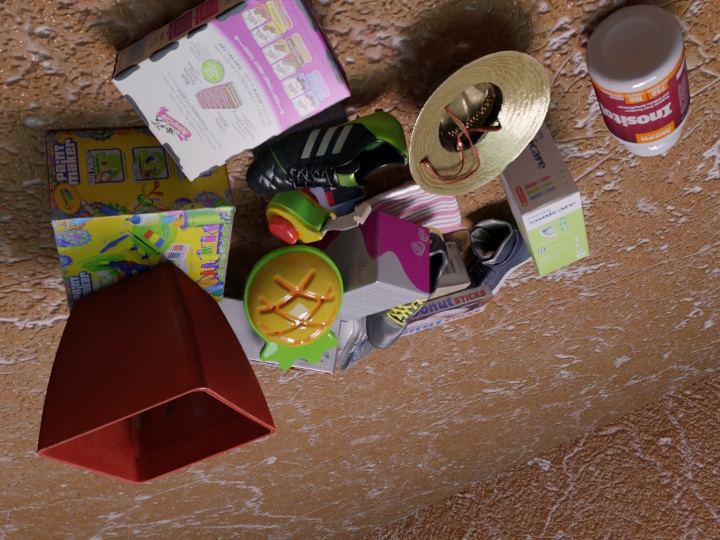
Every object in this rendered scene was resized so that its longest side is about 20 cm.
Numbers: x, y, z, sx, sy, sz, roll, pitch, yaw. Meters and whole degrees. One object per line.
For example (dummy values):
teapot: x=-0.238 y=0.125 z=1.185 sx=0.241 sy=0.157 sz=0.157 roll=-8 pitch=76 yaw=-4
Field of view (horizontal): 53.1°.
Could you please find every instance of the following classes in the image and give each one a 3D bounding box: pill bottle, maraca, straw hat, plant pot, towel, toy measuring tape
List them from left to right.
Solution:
plant pot: x=-0.236 y=0.115 z=0.842 sx=0.196 sy=0.180 sz=0.200 roll=-21 pitch=152 yaw=8
maraca: x=-0.087 y=0.053 z=0.965 sx=0.133 sy=0.108 sz=0.204 roll=-8 pitch=127 yaw=-8
toy measuring tape: x=-0.064 y=-0.074 z=0.881 sx=0.072 sy=0.076 sz=0.198 roll=3 pitch=174 yaw=-33
towel: x=0.078 y=-0.078 z=1.067 sx=0.143 sy=0.031 sz=0.200 roll=-23 pitch=160 yaw=5
straw hat: x=0.124 y=-0.196 z=0.872 sx=0.196 sy=0.086 sz=0.204 roll=-17 pitch=141 yaw=-14
pill bottle: x=0.361 y=-0.232 z=0.923 sx=0.111 sy=0.115 sz=0.199 roll=-28 pitch=149 yaw=17

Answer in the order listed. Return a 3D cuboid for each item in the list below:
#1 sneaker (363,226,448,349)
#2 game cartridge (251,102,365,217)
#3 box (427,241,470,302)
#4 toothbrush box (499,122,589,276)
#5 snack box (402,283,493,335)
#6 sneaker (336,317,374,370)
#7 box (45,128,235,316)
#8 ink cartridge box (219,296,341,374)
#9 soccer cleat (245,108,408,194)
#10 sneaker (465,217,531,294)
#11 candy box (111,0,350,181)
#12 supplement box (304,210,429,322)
sneaker: x=0.065 y=0.031 z=1.068 sx=0.073 sy=0.085 sz=0.204 roll=23 pitch=102 yaw=-15
game cartridge: x=-0.062 y=-0.125 z=0.939 sx=0.126 sy=0.039 sz=0.201 roll=-15 pitch=150 yaw=1
box: x=0.090 y=0.038 z=1.219 sx=0.093 sy=0.079 sz=0.200 roll=-9 pitch=156 yaw=-29
toothbrush box: x=0.258 y=-0.106 z=1.039 sx=0.084 sy=0.148 sz=0.200 roll=-22 pitch=151 yaw=10
snack box: x=0.117 y=0.071 z=1.176 sx=0.195 sy=0.025 sz=0.072 roll=-16 pitch=158 yaw=-12
sneaker: x=-0.012 y=0.085 z=1.231 sx=0.074 sy=0.087 sz=0.203 roll=-21 pitch=139 yaw=-39
box: x=-0.258 y=-0.053 z=0.853 sx=0.188 sy=0.124 sz=0.201 roll=-7 pitch=149 yaw=-21
ink cartridge box: x=-0.151 y=0.102 z=1.104 sx=0.195 sy=0.086 sz=0.175 roll=12 pitch=169 yaw=-20
soccer cleat: x=-0.039 y=-0.126 z=0.840 sx=0.195 sy=0.082 sz=0.068 roll=-20 pitch=143 yaw=0
sneaker: x=0.203 y=-0.015 z=1.210 sx=0.144 sy=0.078 sz=0.202 roll=2 pitch=141 yaw=-49
candy box: x=-0.126 y=-0.197 z=0.721 sx=0.196 sy=0.062 sz=0.137 roll=-25 pitch=131 yaw=10
supplement box: x=0.000 y=0.000 z=1.037 sx=0.102 sy=0.104 sz=0.198 roll=15 pitch=159 yaw=-33
